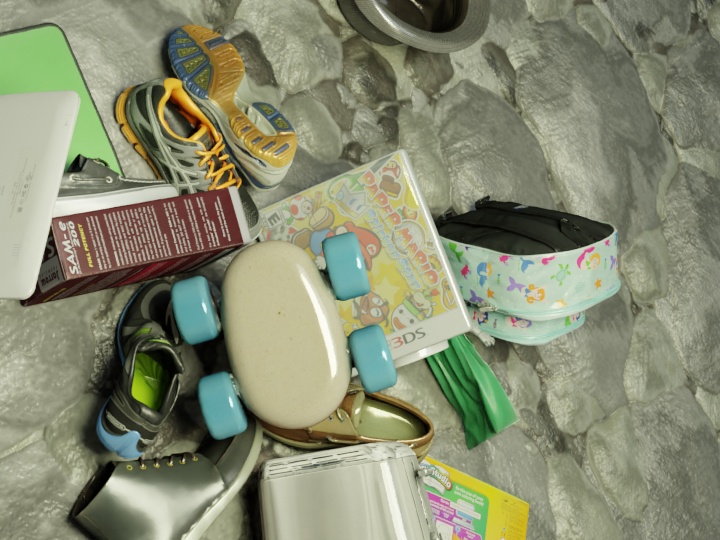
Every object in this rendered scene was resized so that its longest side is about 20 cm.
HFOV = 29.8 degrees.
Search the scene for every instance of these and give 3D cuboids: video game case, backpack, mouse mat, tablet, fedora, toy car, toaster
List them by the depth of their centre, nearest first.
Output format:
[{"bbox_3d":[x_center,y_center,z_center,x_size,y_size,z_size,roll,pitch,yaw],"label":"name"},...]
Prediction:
[{"bbox_3d":[-0.323,-0.068,1.197,0.014,0.129,0.202,49,44,-57],"label":"tablet"},{"bbox_3d":[-0.316,-0.134,1.302,0.160,0.007,0.202,-23,91,-42],"label":"mouse mat"},{"bbox_3d":[-0.021,0.239,1.310,0.114,0.198,0.131,18,61,-71],"label":"toaster"},{"bbox_3d":[-0.070,0.062,1.332,0.182,0.200,0.179,-17,88,0],"label":"toy car"},{"bbox_3d":[0.000,0.000,1.415,0.023,0.180,0.202,-10,78,-77],"label":"video game case"},{"bbox_3d":[0.196,-0.001,1.554,0.177,0.199,0.152,-20,107,-43],"label":"backpack"},{"bbox_3d":[0.050,-0.329,1.619,0.198,0.090,0.179,8,68,-31],"label":"fedora"}]

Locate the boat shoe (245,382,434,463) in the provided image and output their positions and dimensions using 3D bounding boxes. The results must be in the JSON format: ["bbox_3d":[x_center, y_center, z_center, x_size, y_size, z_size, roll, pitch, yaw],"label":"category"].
[{"bbox_3d":[-0.016,0.143,1.374,0.198,0.074,0.076,14,61,-10],"label":"boat shoe"}]

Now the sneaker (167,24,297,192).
[{"bbox_3d":[-0.145,-0.166,1.418,0.075,0.088,0.201,-25,68,-26],"label":"sneaker"}]

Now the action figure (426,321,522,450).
[{"bbox_3d":[0.111,0.093,1.522,0.054,0.118,0.202,-20,78,-34],"label":"action figure"}]

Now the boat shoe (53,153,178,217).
[{"bbox_3d":[-0.265,-0.078,1.282,0.198,0.070,0.067,-10,83,-34],"label":"boat shoe"}]

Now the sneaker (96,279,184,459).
[{"bbox_3d":[-0.191,0.084,1.263,0.070,0.083,0.201,34,36,-23],"label":"sneaker"}]

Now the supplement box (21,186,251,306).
[{"bbox_3d":[-0.215,-0.024,1.270,0.198,0.108,0.062,-14,84,-38],"label":"supplement box"}]

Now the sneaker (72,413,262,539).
[{"bbox_3d":[-0.174,0.186,1.261,0.106,0.075,0.201,47,52,-16],"label":"sneaker"}]

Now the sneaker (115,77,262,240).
[{"bbox_3d":[-0.165,-0.110,1.373,0.200,0.077,0.078,50,49,-16],"label":"sneaker"}]

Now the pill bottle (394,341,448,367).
[{"bbox_3d":[0.028,0.002,1.474,0.104,0.104,0.202,-18,86,-42],"label":"pill bottle"}]

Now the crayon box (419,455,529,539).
[{"bbox_3d":[0.090,0.279,1.457,0.199,0.058,0.120,28,58,-29],"label":"crayon box"}]
